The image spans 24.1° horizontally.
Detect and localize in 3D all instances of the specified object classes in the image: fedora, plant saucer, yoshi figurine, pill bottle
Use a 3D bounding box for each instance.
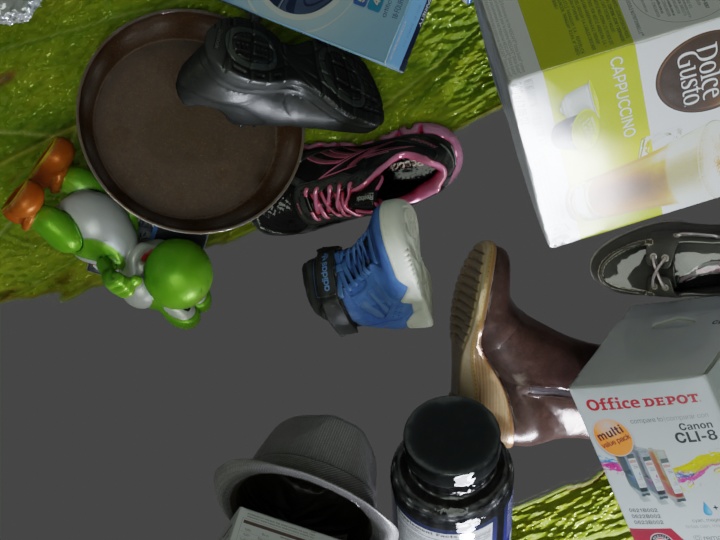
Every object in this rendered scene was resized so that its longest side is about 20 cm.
[{"bbox_3d":[-0.041,0.193,1.553,0.177,0.090,0.200,21,148,0],"label":"fedora"},{"bbox_3d":[-0.148,-0.125,1.454,0.200,0.034,0.200,4,76,-17],"label":"plant saucer"},{"bbox_3d":[-0.202,-0.028,1.458,0.200,0.112,0.112,39,100,-14],"label":"yoshi figurine"},{"bbox_3d":[0.083,0.206,1.530,0.112,0.112,0.200,-2,139,1],"label":"pill bottle"}]

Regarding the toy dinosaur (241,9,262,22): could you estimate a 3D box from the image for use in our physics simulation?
[{"bbox_3d":[-0.017,-0.271,1.419,0.200,0.102,0.136,-38,88,35],"label":"toy dinosaur"}]

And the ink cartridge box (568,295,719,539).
[{"bbox_3d":[0.305,0.141,1.504,0.145,0.145,0.200,-10,113,41],"label":"ink cartridge box"}]

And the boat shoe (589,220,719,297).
[{"bbox_3d":[0.309,-0.009,1.522,0.200,0.057,0.067,-5,109,2],"label":"boat shoe"}]

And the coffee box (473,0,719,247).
[{"bbox_3d":[0.202,-0.177,1.315,0.198,0.200,0.200,-16,141,4],"label":"coffee box"}]

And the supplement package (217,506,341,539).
[{"bbox_3d":[-0.070,0.314,1.556,0.156,0.200,0.111,19,66,-6],"label":"supplement package"}]

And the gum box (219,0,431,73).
[{"bbox_3d":[-0.025,-0.275,1.366,0.200,0.045,0.170,25,96,22],"label":"gum box"}]

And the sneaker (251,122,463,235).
[{"bbox_3d":[-0.007,-0.073,1.484,0.200,0.095,0.079,-18,110,8],"label":"sneaker"}]

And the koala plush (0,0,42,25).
[{"bbox_3d":[-0.343,-0.263,1.390,0.200,0.177,0.184,7,121,-2],"label":"koala plush"}]

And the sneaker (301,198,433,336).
[{"bbox_3d":[0.000,0.001,1.475,0.111,0.200,0.077,-5,69,6],"label":"sneaker"}]

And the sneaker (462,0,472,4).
[{"bbox_3d":[0.181,-0.255,1.434,0.200,0.081,0.147,14,122,-13],"label":"sneaker"}]

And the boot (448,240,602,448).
[{"bbox_3d":[0.169,0.068,1.559,0.166,0.072,0.200,0,109,-12],"label":"boot"}]

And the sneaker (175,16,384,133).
[{"bbox_3d":[-0.068,-0.155,1.433,0.200,0.076,0.091,16,146,-37],"label":"sneaker"}]

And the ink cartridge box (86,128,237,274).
[{"bbox_3d":[-0.173,-0.079,1.513,0.099,0.039,0.200,16,108,-4],"label":"ink cartridge box"}]
